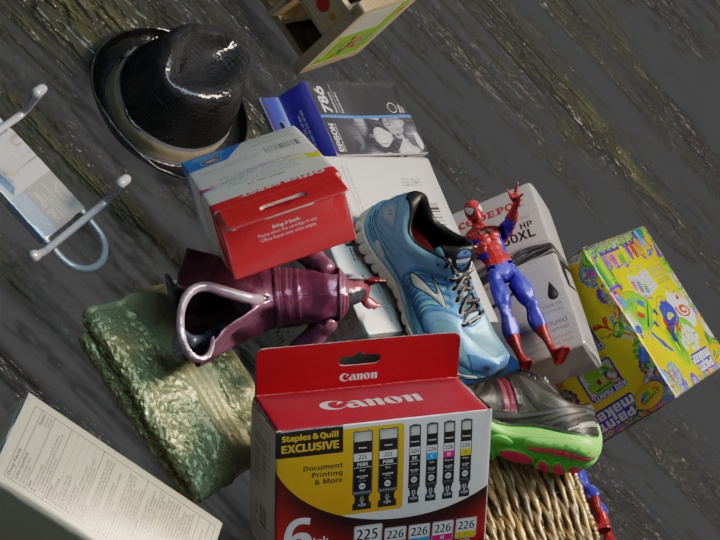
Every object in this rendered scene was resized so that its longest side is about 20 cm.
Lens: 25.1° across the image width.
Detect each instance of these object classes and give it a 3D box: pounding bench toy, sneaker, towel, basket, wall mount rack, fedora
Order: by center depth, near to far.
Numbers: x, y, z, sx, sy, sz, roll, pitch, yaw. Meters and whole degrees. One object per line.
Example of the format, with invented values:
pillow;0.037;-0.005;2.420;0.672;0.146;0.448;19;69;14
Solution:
wall mount rack;-0.298;-0.078;1.436;0.200;0.075;0.174;47;39;-5
towel;-0.158;0.104;1.466;0.148;0.036;0.200;-24;79;-50
sneaker;0.078;0.013;1.521;0.200;0.090;0.078;55;39;0
sneaker;0.139;0.136;1.579;0.199;0.077;0.084;19;51;-5
fedora;-0.171;-0.188;1.633;0.200;0.092;0.201;26;46;-30
basket;0.139;0.231;1.646;0.142;0.149;0.201;-10;64;-12
pounding bench toy;-0.020;-0.352;1.828;0.124;0.200;0.156;-28;83;-51

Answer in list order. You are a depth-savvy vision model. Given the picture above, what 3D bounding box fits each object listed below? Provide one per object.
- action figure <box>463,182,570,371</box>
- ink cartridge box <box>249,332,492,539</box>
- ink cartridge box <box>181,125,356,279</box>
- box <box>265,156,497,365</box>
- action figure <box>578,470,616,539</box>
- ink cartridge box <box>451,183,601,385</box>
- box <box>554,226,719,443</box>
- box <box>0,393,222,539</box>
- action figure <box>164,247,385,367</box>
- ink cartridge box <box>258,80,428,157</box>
action figure;0.151;-0.004;1.649;0.065;0.099;0.201;-17;59;-13
ink cartridge box;0.008;0.155;1.423;0.199;0.176;0.084;-5;19;-18
ink cartridge box;-0.079;-0.057;1.429;0.200;0.116;0.068;-128;-159;-64
box;0.000;0.000;1.629;0.199;0.131;0.200;-4;64;-46
action figure;0.228;0.213;1.750;0.065;0.052;0.201;54;18;-43
ink cartridge box;0.155;0.028;1.739;0.084;0.144;0.201;46;25;-60
box;0.298;0.071;1.858;0.193;0.122;0.200;59;29;9
box;-0.219;0.199;1.297;0.200;0.078;0.095;38;40;-17
action figure;-0.074;0.017;1.452;0.199;0.149;0.135;-6;84;-8
ink cartridge box;-0.016;-0.162;1.815;0.200;0.039;0.100;-8;68;-47
